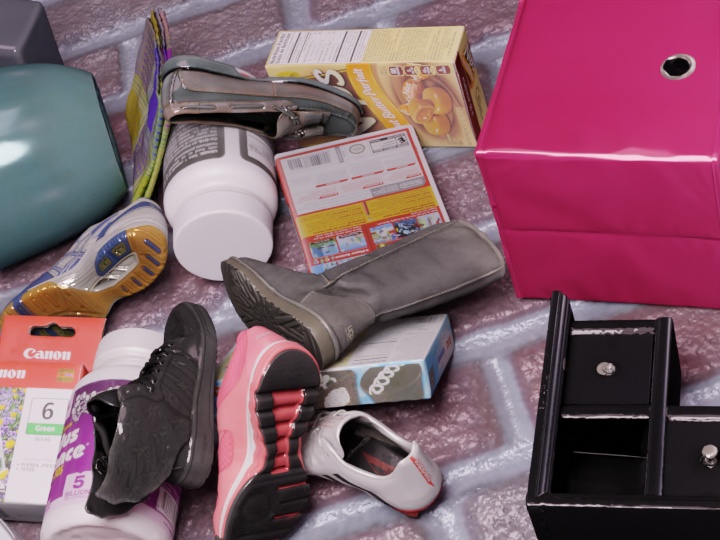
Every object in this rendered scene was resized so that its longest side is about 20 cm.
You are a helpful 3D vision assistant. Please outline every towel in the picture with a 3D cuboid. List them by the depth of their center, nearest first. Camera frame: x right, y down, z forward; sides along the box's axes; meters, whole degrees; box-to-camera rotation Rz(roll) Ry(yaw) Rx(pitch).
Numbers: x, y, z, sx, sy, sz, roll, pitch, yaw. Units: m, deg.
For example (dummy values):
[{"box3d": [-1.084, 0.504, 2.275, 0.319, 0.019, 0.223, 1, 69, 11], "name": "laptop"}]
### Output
[{"box3d": [-0.219, -0.165, 1.501, 0.022, 0.145, 0.201, 9, 34, -17], "name": "towel"}]

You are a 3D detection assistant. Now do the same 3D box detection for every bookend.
[{"box3d": [0.240, 0.121, 1.124, 0.197, 0.093, 0.201, -1, 51, 19], "name": "bookend"}]

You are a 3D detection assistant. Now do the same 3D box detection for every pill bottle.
[{"box3d": [-0.203, 0.154, 1.253, 0.111, 0.113, 0.202, -8, 49, 15], "name": "pill bottle"}, {"box3d": [-0.138, -0.096, 1.437, 0.112, 0.114, 0.202, -14, 48, 9], "name": "pill bottle"}]

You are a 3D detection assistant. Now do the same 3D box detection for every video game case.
[{"box3d": [0.009, -0.047, 1.368, 0.141, 0.018, 0.202, -13, 54, -8], "name": "video game case"}]

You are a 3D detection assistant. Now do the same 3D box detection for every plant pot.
[{"box3d": [-0.328, -0.118, 1.480, 0.159, 0.202, 0.202, -18, 47, -5], "name": "plant pot"}]

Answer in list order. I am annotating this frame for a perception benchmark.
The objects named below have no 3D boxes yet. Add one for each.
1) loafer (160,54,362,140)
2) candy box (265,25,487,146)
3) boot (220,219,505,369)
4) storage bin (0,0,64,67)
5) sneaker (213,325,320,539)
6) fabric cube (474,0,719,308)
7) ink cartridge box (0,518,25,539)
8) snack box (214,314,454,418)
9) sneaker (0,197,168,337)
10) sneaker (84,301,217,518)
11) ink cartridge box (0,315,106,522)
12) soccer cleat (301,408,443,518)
[{"box3d": [-0.095, -0.148, 1.387, 0.197, 0.072, 0.064, 11, 61, -15], "name": "loafer"}, {"box3d": [0.017, -0.180, 1.446, 0.197, 0.116, 0.056, 1, 51, 22], "name": "candy box"}, {"box3d": [0.000, 0.001, 1.277, 0.199, 0.073, 0.181, -32, 44, -26], "name": "boot"}, {"box3d": [-0.396, -0.219, 1.597, 0.132, 0.201, 0.147, 6, 52, 11], "name": "storage bin"}, {"box3d": [-0.085, 0.139, 1.196, 0.073, 0.203, 0.087, 1, 22, -33], "name": "sneaker"}, {"box3d": [0.228, -0.105, 1.246, 0.197, 0.201, 0.198, 4, 54, 22], "name": "fabric cube"}, {"box3d": [-0.254, 0.239, 1.168, 0.197, 0.162, 0.051, -2, 55, 20], "name": "ink cartridge box"}, {"box3d": [-0.026, 0.082, 1.260, 0.197, 0.038, 0.116, -7, 16, 16], "name": "snack box"}, {"box3d": [-0.264, 0.006, 1.423, 0.199, 0.075, 0.089, -31, 30, 15], "name": "sneaker"}, {"box3d": [-0.173, 0.106, 1.186, 0.060, 0.103, 0.202, -40, 45, 44], "name": "sneaker"}, {"box3d": [-0.301, 0.123, 1.326, 0.107, 0.051, 0.203, 1, 62, 8], "name": "ink cartridge box"}, {"box3d": [-0.021, 0.143, 1.210, 0.198, 0.086, 0.069, 18, 60, 32], "name": "soccer cleat"}]
